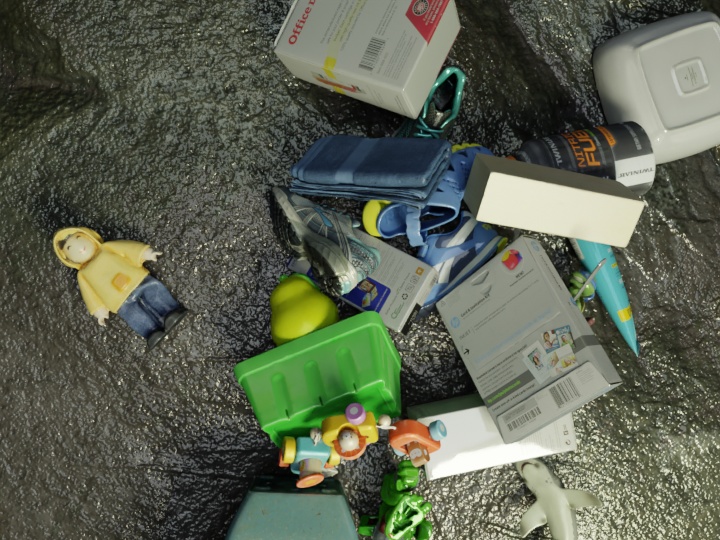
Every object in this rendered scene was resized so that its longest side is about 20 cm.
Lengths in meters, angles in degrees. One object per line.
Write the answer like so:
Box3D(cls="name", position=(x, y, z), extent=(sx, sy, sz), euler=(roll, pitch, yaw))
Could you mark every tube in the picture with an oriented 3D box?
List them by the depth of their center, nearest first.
Box3D(cls="tube", position=(0.346, 0.019, 0.944), extent=(0.050, 0.077, 0.201), euler=(-24, 87, 30))

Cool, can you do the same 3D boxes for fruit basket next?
Box3D(cls="fruit basket", position=(-0.059, 0.110, 0.883), extent=(0.215, 0.156, 0.216), euler=(-12, 48, 13))

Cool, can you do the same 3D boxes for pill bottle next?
Box3D(cls="pill bottle", position=(0.285, -0.135, 0.923), extent=(0.199, 0.106, 0.107), euler=(-12, 89, -4))

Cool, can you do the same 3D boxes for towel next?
Box3D(cls="towel", position=(0.013, -0.133, 0.876), extent=(0.199, 0.049, 0.112), euler=(7, 43, 29))

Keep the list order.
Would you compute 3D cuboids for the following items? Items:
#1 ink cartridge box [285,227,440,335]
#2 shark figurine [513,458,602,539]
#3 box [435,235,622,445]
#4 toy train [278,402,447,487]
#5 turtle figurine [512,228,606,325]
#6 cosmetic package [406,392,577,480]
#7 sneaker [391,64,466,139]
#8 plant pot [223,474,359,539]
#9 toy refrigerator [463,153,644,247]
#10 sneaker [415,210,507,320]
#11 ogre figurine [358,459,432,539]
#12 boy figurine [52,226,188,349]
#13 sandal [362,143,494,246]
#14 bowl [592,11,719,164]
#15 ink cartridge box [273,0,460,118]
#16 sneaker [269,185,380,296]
Box3D(cls="ink cartridge box", position=(0.000, 0.000, 0.909), extent=(0.200, 0.037, 0.095), euler=(29, 86, 26))
Box3D(cls="shark figurine", position=(0.268, 0.364, 0.923), extent=(0.128, 0.089, 0.216), euler=(0, 78, 29))
Box3D(cls="box", position=(0.194, 0.084, 0.817), extent=(0.156, 0.041, 0.201), euler=(-43, 61, 33))
Box3D(cls="toy train", position=(-0.002, 0.223, 0.804), extent=(0.200, 0.056, 0.150), euler=(-28, 135, 25))
Box3D(cls="turtle figurine", position=(0.217, 0.048, 0.895), extent=(0.194, 0.200, 0.144), euler=(-49, 60, 1))
Box3D(cls="cosmetic package", position=(0.170, 0.211, 0.903), extent=(0.199, 0.108, 0.085), euler=(-9, 88, -5))
Box3D(cls="sneaker", position=(0.088, -0.194, 0.918), extent=(0.077, 0.091, 0.201), euler=(22, 87, -4))
Box3D(cls="plant pot", position=(-0.087, 0.367, 0.844), extent=(0.195, 0.196, 0.201), euler=(3, 82, -4))
Box3D(cls="toy refrigerator", position=(0.236, -0.085, 0.839), extent=(0.199, 0.076, 0.070), euler=(9, 116, -10))
Box3D(cls="sneaker", position=(0.103, 0.000, 0.924), extent=(0.200, 0.074, 0.082), euler=(-40, 77, 0))
Box3D(cls="ogre figurine", position=(0.049, 0.343, 0.883), extent=(0.098, 0.120, 0.201), euler=(-15, 90, -8))
Box3D(cls="boy figurine", position=(-0.320, 0.008, 0.898), extent=(0.124, 0.064, 0.200), euler=(-44, 95, -2))
Box3D(cls="sandal", position=(0.104, -0.093, 0.893), extent=(0.200, 0.087, 0.080), euler=(-37, 135, -10))
Box3D(cls="bowl", position=(0.449, -0.262, 0.956), extent=(0.199, 0.075, 0.201), euler=(-18, 91, -4))
Box3D(cls="ink cartridge box", position=(0.009, -0.307, 0.887), extent=(0.199, 0.083, 0.146), euler=(24, 86, 21))
Box3D(cls="sneaker", position=(-0.050, -0.048, 0.895), extent=(0.086, 0.078, 0.200), euler=(-26, 56, -25))
